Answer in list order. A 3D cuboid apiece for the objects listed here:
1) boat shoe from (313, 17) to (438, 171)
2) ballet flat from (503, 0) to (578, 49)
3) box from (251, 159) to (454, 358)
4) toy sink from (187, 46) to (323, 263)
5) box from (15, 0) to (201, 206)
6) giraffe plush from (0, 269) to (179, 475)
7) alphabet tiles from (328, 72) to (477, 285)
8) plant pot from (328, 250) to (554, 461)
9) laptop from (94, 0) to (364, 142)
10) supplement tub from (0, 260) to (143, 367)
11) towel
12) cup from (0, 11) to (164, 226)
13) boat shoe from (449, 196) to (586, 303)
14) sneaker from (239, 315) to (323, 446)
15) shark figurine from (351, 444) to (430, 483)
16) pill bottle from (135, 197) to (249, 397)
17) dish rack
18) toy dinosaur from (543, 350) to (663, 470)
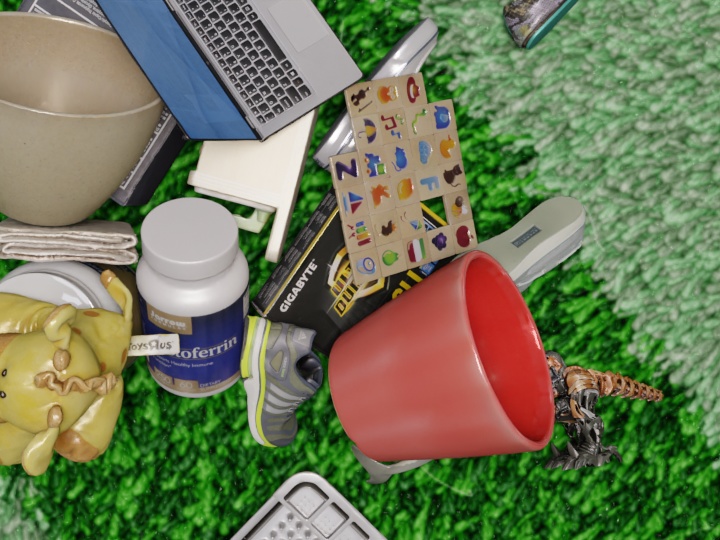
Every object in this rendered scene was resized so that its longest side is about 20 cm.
[{"bbox_3d":[0.030,-0.187,0.951,0.065,0.074,0.200,37,101,-13],"label":"boat shoe"},{"bbox_3d":[0.241,-0.336,0.956,0.200,0.072,0.072,-39,94,-1],"label":"ballet flat"},{"bbox_3d":[0.000,0.000,0.942,0.159,0.049,0.201,35,91,-32],"label":"box"},{"bbox_3d":[-0.117,-0.121,0.920,0.111,0.130,0.202,14,94,-3],"label":"toy sink"},{"bbox_3d":[-0.272,-0.205,0.910,0.199,0.123,0.199,34,91,-5],"label":"box"},{"bbox_3d":[-0.262,0.092,0.707,0.198,0.162,0.174,-20,94,-1],"label":"giraffe plush"},{"bbox_3d":[0.043,-0.103,0.897,0.166,0.008,0.202,-17,100,-30],"label":"alphabet tiles"},{"bbox_3d":[0.077,0.104,0.861,0.176,0.200,0.202,-23,95,26],"label":"plant pot"},{"bbox_3d":[-0.122,-0.227,0.791,0.199,0.116,0.188,-34,84,-12],"label":"laptop"},{"bbox_3d":[-0.305,0.057,0.886,0.143,0.200,0.146,0,93,-3],"label":"supplement tub"},{"bbox_3d":[-0.291,-0.031,0.847,0.131,0.200,0.035,3,96,-17],"label":"towel"},{"bbox_3d":[-0.285,-0.128,0.777,0.199,0.201,0.144,18,123,-4],"label":"cup"},{"bbox_3d":[0.177,-0.004,0.963,0.200,0.070,0.072,-33,133,-8],"label":"boat shoe"},{"bbox_3d":[-0.081,0.129,0.919,0.080,0.201,0.074,4,49,6],"label":"sneaker"},{"bbox_3d":[0.093,0.174,0.977,0.128,0.089,0.216,27,83,30],"label":"shark figurine"},{"bbox_3d":[-0.174,0.030,0.886,0.115,0.116,0.201,4,134,-3],"label":"pill bottle"},{"bbox_3d":[-0.072,0.348,0.993,0.172,0.044,0.200,44,91,-5],"label":"dish rack"},{"bbox_3d":[0.245,0.157,0.975,0.198,0.102,0.137,-11,77,19],"label":"toy dinosaur"}]
